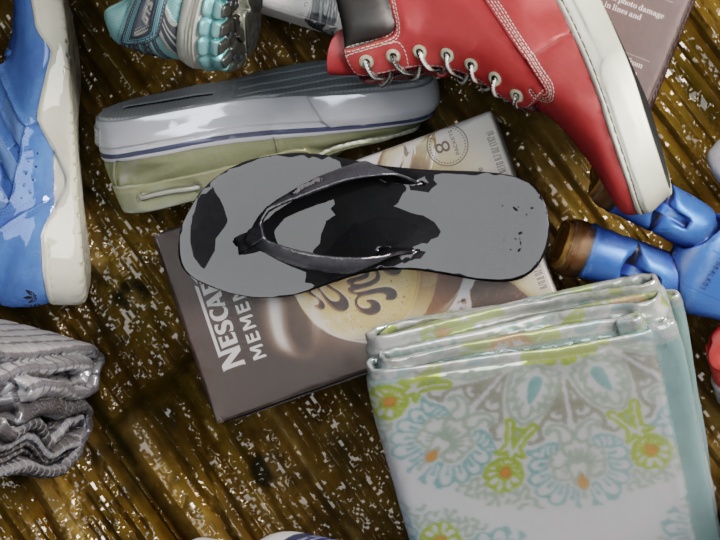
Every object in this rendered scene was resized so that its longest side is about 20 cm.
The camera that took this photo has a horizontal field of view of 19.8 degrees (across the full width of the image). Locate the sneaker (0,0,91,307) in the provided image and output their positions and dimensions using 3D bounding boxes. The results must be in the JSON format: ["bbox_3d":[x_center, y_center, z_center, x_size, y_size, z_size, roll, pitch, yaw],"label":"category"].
[{"bbox_3d":[-0.216,-0.078,1.180,0.111,0.077,0.201,-3,95,-2],"label":"sneaker"}]

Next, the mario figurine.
[{"bbox_3d":[0.206,0.004,1.128,0.199,0.124,0.106,27,53,-4],"label":"mario figurine"}]

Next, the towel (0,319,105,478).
[{"bbox_3d":[-0.242,0.064,1.119,0.165,0.200,0.086,14,91,8],"label":"towel"}]

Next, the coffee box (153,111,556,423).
[{"bbox_3d":[0.000,0.000,1.151,0.199,0.080,0.113,-20,87,6],"label":"coffee box"}]

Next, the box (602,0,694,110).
[{"bbox_3d":[0.145,-0.183,1.143,0.100,0.075,0.201,22,93,7],"label":"box"}]

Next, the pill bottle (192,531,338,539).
[{"bbox_3d":[-0.011,0.202,1.111,0.199,0.111,0.112,8,90,31],"label":"pill bottle"}]

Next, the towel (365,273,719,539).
[{"bbox_3d":[0.103,0.102,1.116,0.170,0.048,0.201,-10,119,9],"label":"towel"}]

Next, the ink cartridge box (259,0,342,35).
[{"bbox_3d":[-0.008,-0.206,1.154,0.199,0.084,0.145,18,92,8],"label":"ink cartridge box"}]

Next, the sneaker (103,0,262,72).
[{"bbox_3d":[-0.096,-0.208,1.087,0.086,0.078,0.201,6,90,13],"label":"sneaker"}]

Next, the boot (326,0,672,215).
[{"bbox_3d":[0.065,-0.098,1.068,0.144,0.072,0.201,-27,77,6],"label":"boot"}]

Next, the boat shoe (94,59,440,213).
[{"bbox_3d":[-0.051,-0.077,1.174,0.199,0.072,0.062,-7,112,10],"label":"boat shoe"}]

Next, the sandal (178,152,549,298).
[{"bbox_3d":[-0.001,-0.027,1.089,0.199,0.043,0.076,-4,86,7],"label":"sandal"}]
